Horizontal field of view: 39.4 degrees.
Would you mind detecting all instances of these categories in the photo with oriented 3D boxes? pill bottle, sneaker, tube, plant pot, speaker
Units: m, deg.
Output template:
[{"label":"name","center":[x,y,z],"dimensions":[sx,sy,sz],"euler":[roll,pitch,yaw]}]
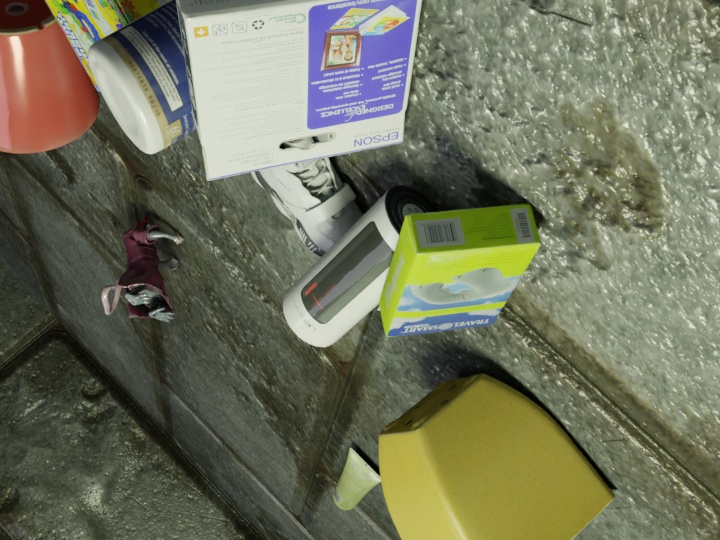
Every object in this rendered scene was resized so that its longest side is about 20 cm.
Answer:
[{"label":"pill bottle","center":[-0.142,-0.204,0.936],"dimensions":[0.111,0.199,0.112],"euler":[48,161,22]},{"label":"sneaker","center":[-0.050,-0.094,1.109],"dimensions":[0.200,0.075,0.115],"euler":[47,158,11]},{"label":"tube","center":[-0.007,0.372,1.774],"dimensions":[0.057,0.053,0.201],"euler":[6,151,-8]},{"label":"plant pot","center":[0.130,0.238,1.168],"dimensions":[0.202,0.194,0.194],"euler":[56,156,-3]},{"label":"plant pot","center":[-0.473,-0.296,1.412],"dimensions":[0.199,0.200,0.179],"euler":[36,142,24]},{"label":"speaker","center":[0.000,0.000,1.063],"dimensions":[0.081,0.081,0.200],"euler":[48,130,0]}]

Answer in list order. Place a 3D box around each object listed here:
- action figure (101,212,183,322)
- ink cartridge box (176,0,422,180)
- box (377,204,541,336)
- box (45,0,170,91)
[{"label":"action figure","center":[-0.372,-0.007,1.702],"dimensions":[0.135,0.146,0.202],"euler":[105,153,-52]},{"label":"ink cartridge box","center":[-0.051,-0.170,0.866],"dimensions":[0.201,0.195,0.044],"euler":[95,160,-56]},{"label":"box","center":[0.088,0.008,0.975],"dimensions":[0.201,0.120,0.048],"euler":[105,157,-62]},{"label":"box","center":[-0.248,-0.301,1.083],"dimensions":[0.191,0.122,0.202],"euler":[20,144,47]}]
